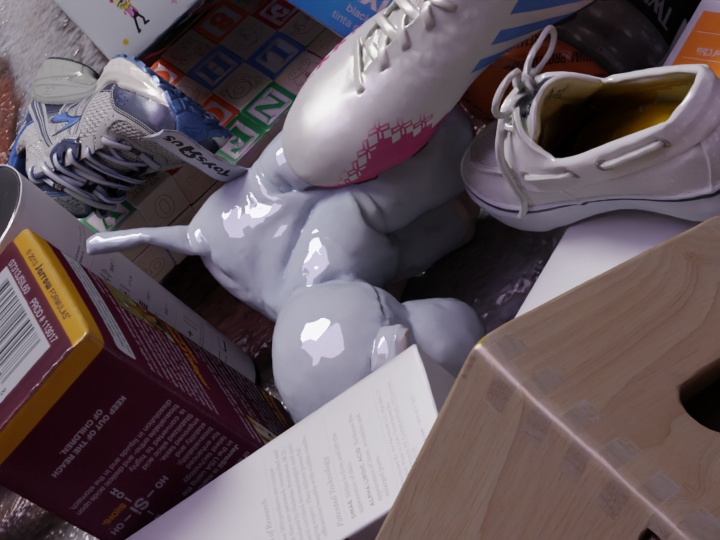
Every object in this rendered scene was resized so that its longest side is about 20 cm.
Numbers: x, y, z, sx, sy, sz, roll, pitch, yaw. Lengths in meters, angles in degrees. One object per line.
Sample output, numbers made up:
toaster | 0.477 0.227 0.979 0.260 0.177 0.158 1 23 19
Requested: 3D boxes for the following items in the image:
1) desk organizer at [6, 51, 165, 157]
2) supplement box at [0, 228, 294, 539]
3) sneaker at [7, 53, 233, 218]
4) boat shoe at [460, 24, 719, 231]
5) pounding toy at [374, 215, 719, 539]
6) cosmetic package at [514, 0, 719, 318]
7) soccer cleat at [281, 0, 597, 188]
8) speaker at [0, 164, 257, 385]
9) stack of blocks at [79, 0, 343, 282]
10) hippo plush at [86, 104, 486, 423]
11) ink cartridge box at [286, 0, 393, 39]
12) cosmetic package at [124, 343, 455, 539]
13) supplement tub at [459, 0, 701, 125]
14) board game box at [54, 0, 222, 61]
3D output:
desk organizer | -0.155 -0.138 1.153 0.071 0.077 0.201 14 69 48
supplement box | -0.111 0.082 0.835 0.086 0.200 0.110 -47 39 5
sneaker | -0.140 -0.065 0.917 0.200 0.077 0.086 9 67 60
boat shoe | 0.092 -0.066 0.733 0.075 0.086 0.202 -58 27 -12
pounding toy | 0.128 0.084 0.601 0.142 0.199 0.185 43 132 23
cosmetic package | 0.164 -0.022 0.761 0.101 0.071 0.201 18 74 49
soccer cleat | 0.037 -0.121 0.759 0.200 0.086 0.070 -38 61 -2
speaker | -0.148 0.028 0.913 0.081 0.200 0.082 -25 44 27
stack of blocks | -0.090 -0.081 1.010 0.200 0.059 0.115 -44 50 -13
hippo plush | 0.000 0.000 0.821 0.160 0.199 0.161 -55 42 28
ink cartridge box | 0.036 -0.222 0.850 0.201 0.084 0.146 -56 5 17
cosmetic package | -0.014 0.137 0.771 0.200 0.113 0.081 -37 40 17
supplement tub | 0.128 -0.169 0.873 0.122 0.122 0.201 6 65 46
board game box | -0.097 -0.198 1.001 0.147 0.064 0.200 -41 6 10
